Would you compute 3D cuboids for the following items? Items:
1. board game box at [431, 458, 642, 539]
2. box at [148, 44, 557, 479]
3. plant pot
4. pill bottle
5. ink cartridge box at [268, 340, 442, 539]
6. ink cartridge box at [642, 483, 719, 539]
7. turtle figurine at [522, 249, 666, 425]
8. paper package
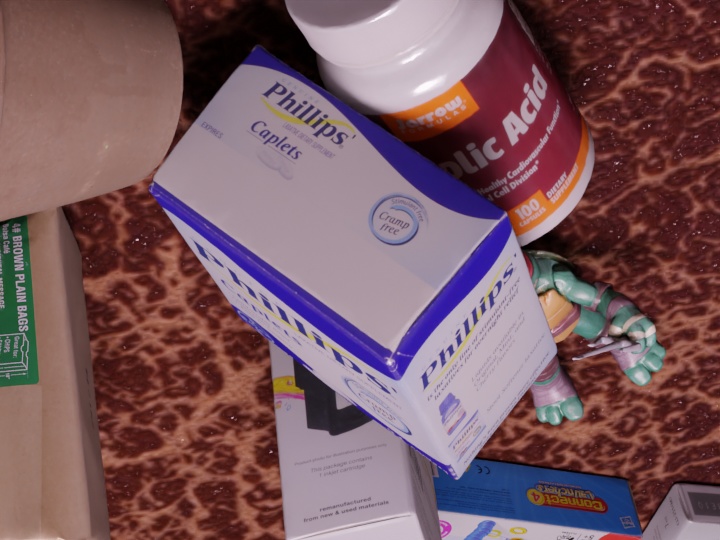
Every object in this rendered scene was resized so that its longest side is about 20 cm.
[{"bbox_3d":[0.081,0.227,1.576,0.199,0.056,0.196,9,133,-21],"label":"board game box"},{"bbox_3d":[0.000,0.000,1.169,0.105,0.184,0.200,-50,155,-11],"label":"box"},{"bbox_3d":[-0.191,-0.103,1.083,0.174,0.201,0.201,-1,140,-37],"label":"plant pot"},{"bbox_3d":[0.045,-0.109,1.163,0.114,0.115,0.200,-25,136,14],"label":"pill bottle"},{"bbox_3d":[-0.001,0.124,1.341,0.082,0.201,0.146,-13,138,6],"label":"ink cartridge box"},{"bbox_3d":[0.308,0.243,1.655,0.199,0.044,0.174,6,133,-19],"label":"ink cartridge box"},{"bbox_3d":[0.121,0.036,1.349,0.149,0.101,0.200,-12,156,23],"label":"turtle figurine"},{"bbox_3d":[-0.206,0.075,1.202,0.103,0.202,0.191,-6,170,-5],"label":"paper package"}]
